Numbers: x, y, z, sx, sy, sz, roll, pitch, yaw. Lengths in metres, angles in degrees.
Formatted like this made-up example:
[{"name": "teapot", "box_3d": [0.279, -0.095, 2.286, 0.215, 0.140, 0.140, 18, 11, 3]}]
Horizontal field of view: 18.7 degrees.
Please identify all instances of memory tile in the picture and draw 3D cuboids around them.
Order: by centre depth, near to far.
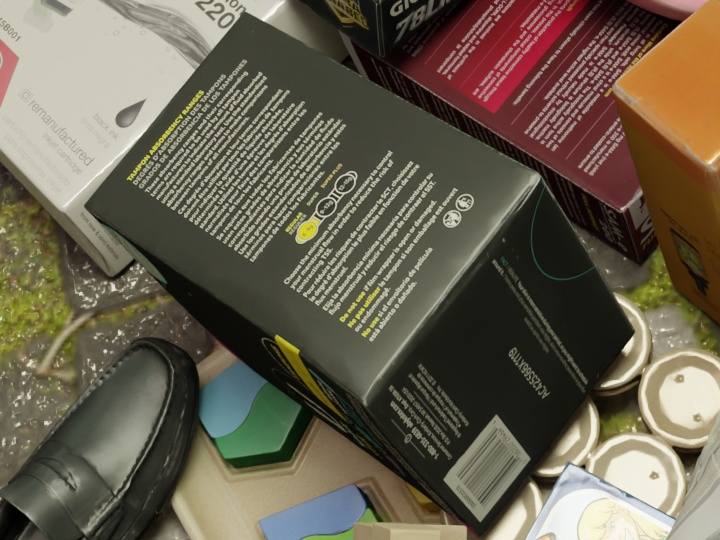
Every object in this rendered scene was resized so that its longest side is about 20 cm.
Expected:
[{"name": "memory tile", "box_3d": [0.117, 0.123, 1.034, 0.153, 0.017, 0.201, 32, 78, 13]}]

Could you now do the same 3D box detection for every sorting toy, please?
[{"name": "sorting toy", "box_3d": [-0.002, 0.083, 1.101, 0.199, 0.037, 0.186, -34, 60, 0]}]

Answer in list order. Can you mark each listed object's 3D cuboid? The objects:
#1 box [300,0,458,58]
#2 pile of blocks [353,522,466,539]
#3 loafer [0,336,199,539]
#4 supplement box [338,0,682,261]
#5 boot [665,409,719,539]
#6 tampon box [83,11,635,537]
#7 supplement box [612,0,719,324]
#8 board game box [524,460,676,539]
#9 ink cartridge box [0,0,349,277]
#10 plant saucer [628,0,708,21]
[{"name": "box", "box_3d": [0.014, -0.228, 1.170, 0.198, 0.050, 0.200, -38, 58, -22]}, {"name": "pile of blocks", "box_3d": [0.013, 0.184, 0.981, 0.062, 0.201, 0.083, 3, 49, -20]}, {"name": "loafer", "box_3d": [-0.148, 0.122, 1.094, 0.068, 0.070, 0.201, 29, 86, 32]}, {"name": "supplement box", "box_3d": [0.098, -0.105, 1.145, 0.200, 0.061, 0.109, 36, 78, 30]}, {"name": "boot", "box_3d": [0.179, 0.082, 0.937, 0.073, 0.201, 0.096, 24, 34, -8]}, {"name": "tampon box", "box_3d": [0.000, 0.000, 1.025, 0.199, 0.150, 0.127, 32, 79, 38]}, {"name": "supplement box", "box_3d": [0.174, -0.036, 1.008, 0.069, 0.200, 0.067, -41, 60, -9]}, {"name": "board game box", "box_3d": [0.105, 0.206, 0.983, 0.135, 0.034, 0.201, 27, 77, 12]}, {"name": "ink cartridge box", "box_3d": [-0.118, -0.122, 1.212, 0.200, 0.085, 0.146, -43, 60, -8]}, {"name": "plant saucer", "box_3d": [0.153, -0.217, 1.110, 0.199, 0.051, 0.202, 8, 72, -25]}]
